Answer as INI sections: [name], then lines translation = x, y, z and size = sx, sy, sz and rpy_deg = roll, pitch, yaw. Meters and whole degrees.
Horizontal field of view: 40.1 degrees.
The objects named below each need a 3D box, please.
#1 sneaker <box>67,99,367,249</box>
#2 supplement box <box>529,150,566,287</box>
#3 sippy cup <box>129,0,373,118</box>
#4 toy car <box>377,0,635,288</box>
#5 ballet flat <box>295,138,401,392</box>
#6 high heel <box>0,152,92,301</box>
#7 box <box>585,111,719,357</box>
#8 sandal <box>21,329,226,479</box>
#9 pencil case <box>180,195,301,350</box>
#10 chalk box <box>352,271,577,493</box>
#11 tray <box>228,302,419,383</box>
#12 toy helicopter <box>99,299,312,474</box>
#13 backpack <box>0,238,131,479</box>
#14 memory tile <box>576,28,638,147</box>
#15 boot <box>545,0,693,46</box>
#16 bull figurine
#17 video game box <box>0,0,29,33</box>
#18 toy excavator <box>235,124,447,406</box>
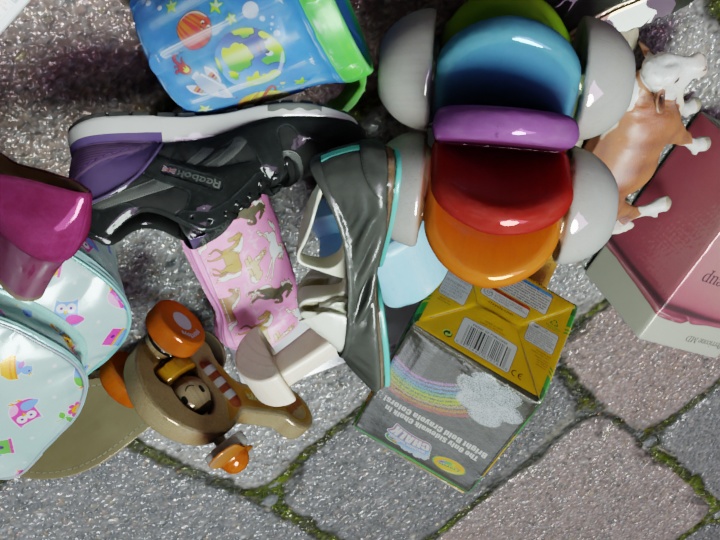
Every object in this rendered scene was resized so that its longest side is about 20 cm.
[sneaker]
translation = -0.091, -0.056, 0.661
size = 0.198, 0.088, 0.076
rpy_deg = -6, 164, -6
[supplement box]
translation = 0.139, -0.018, 0.901
size = 0.066, 0.069, 0.201
rpy_deg = -2, 131, -21
[sippy cup]
translation = -0.076, -0.168, 0.660
size = 0.129, 0.140, 0.179
rpy_deg = -23, 99, 10
[toy car]
translation = 0.093, -0.086, 0.661
size = 0.173, 0.150, 0.202
rpy_deg = 6, 105, 4
[ballet flat]
translation = -0.010, 0.000, 0.680
size = 0.068, 0.068, 0.201
rpy_deg = -2, 123, -5
[high heel]
translation = -0.244, -0.081, 0.622
size = 0.096, 0.200, 0.067
rpy_deg = -48, 174, 32
[box]
translation = 0.340, -0.031, 0.960
size = 0.127, 0.109, 0.201
rpy_deg = 13, 120, -32
[sandal]
translation = -0.212, 0.117, 0.864
size = 0.211, 0.078, 0.070
rpy_deg = -27, 177, -5
[pencil case]
translation = -0.105, -0.023, 0.789
size = 0.086, 0.083, 0.201
rpy_deg = -20, 133, -3
[chalk box]
translation = 0.083, 0.098, 0.873
size = 0.124, 0.124, 0.201
rpy_deg = 30, 136, 3
[tray]
translation = -0.023, 0.051, 0.915
size = 0.199, 0.022, 0.108
rpy_deg = -20, 146, -8
[toy helicopter]
translation = -0.103, 0.111, 0.788
size = 0.079, 0.133, 0.199
rpy_deg = -45, 144, 18
[backpack]
translation = -0.270, 0.040, 0.725
size = 0.175, 0.153, 0.200
rpy_deg = 35, 100, -35
[memory tile]
translation = 0.158, -0.183, 0.819
size = 0.152, 0.017, 0.201
rpy_deg = 8, 124, -29
[boot]
translation = 0.137, -0.232, 0.726
size = 0.199, 0.078, 0.139
rpy_deg = -24, 117, 1
[bull figurine]
translation = 0.248, -0.112, 0.880
size = 0.121, 0.065, 0.201
rpy_deg = 7, 130, -35
[video game box]
translation = -0.257, -0.242, 0.568
size = 0.182, 0.047, 0.200
rpy_deg = -41, 132, 14
[toy excavator]
translation = 0.000, 0.000, 0.781
size = 0.193, 0.201, 0.100
rpy_deg = -13, 135, 15
